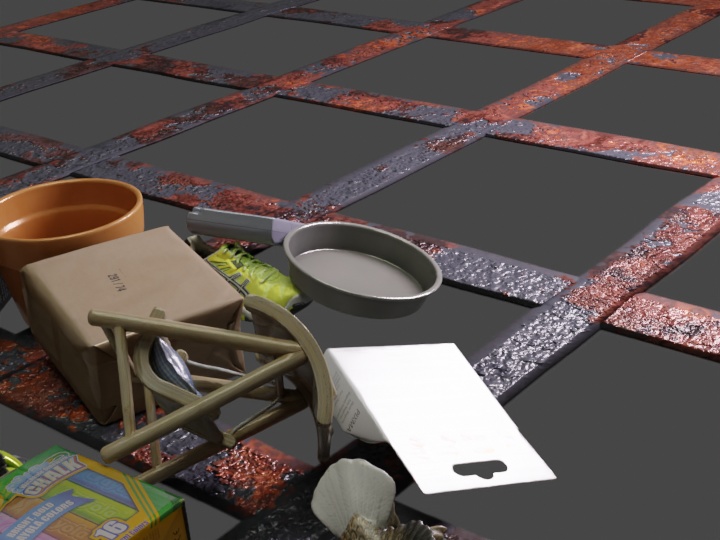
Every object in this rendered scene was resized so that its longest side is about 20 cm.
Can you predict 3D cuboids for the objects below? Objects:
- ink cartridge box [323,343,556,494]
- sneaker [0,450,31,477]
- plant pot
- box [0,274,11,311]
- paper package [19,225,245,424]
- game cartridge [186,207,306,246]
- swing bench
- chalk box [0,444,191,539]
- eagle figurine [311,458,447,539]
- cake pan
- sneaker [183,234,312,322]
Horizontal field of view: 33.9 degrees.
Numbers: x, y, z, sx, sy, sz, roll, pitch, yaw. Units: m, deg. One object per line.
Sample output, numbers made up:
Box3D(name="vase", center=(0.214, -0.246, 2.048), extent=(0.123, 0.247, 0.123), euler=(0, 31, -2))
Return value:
Box3D(name="ink cartridge box", center=(0.066, 0.149, 1.125), extent=(0.161, 0.057, 0.201), euler=(1, 40, -34))
Box3D(name="sneaker", center=(-0.346, 0.199, 1.096), extent=(0.081, 0.075, 0.199), euler=(26, -13, -41))
Box3D(name="plant pot", center=(-0.359, -0.014, 1.458), extent=(0.198, 0.141, 0.201), euler=(-3, 26, 2))
Box3D(name="box", center=(-0.551, 0.005, 1.474), extent=(0.194, 0.119, 0.200), euler=(-2, 24, 6))
Box3D(name="paper package", center=(-0.250, 0.052, 1.313), extent=(0.189, 0.104, 0.200), euler=(-19, 36, -28))
Box3D(name="game cartridge", center=(-0.130, -0.052, 1.531), extent=(0.132, 0.041, 0.200), euler=(5, 0, 14))
Box3D(name="swing bench", center=(-0.125, 0.109, 1.058), extent=(0.198, 0.131, 0.199), euler=(-8, -18, -6))
Box3D(name="chalk box", center=(-0.243, 0.231, 0.934), extent=(0.199, 0.126, 0.124), euler=(12, 29, 34))
Box3D(name="eagle figurine", center=(0.018, 0.249, 0.855), extent=(0.149, 0.153, 0.200), euler=(18, 21, 0))
Box3D(name="cake pan", center=(0.000, 0.000, 1.437), extent=(0.198, 0.037, 0.201), euler=(11, 26, -6))
Box3D(name="sneaker", center=(-0.148, 0.009, 1.450), extent=(0.198, 0.077, 0.075), euler=(10, 27, 26))
